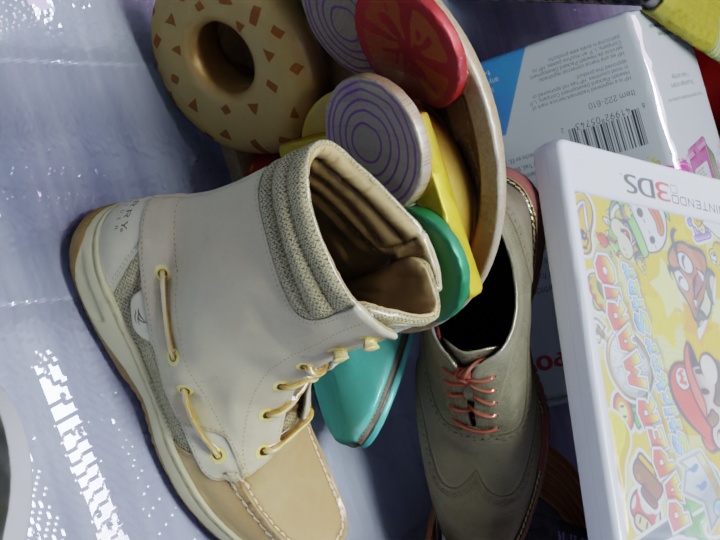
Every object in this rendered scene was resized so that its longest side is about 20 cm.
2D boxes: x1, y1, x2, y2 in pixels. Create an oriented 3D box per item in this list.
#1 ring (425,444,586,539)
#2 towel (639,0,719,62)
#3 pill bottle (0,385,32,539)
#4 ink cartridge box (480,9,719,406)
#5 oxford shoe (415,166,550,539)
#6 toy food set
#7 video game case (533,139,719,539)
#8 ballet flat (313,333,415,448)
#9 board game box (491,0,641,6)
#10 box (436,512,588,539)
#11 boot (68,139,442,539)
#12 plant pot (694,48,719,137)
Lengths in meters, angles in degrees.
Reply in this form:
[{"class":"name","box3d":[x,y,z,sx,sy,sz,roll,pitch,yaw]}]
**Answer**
[{"class":"ring","box3d":[0.092,0.191,0.997,0.200,0.019,0.203,21,62,-46]},{"class":"towel","box3d":[0.234,-0.185,1.019,0.199,0.023,0.145,22,81,-43]},{"class":"pill bottle","box3d":[-0.214,0.067,0.569,0.199,0.111,0.113,20,63,-47]},{"class":"ink cartridge box","box3d":[0.137,-0.035,1.025,0.084,0.143,0.202,-16,91,-58]},{"class":"oxford shoe","box3d":[0.053,0.053,0.865,0.075,0.070,0.202,-33,122,-70]},{"class":"toy food set","box3d":[-0.011,-0.064,0.809,0.048,0.197,0.202,-25,101,-38]},{"class":"video game case","box3d":[0.166,0.044,0.895,0.181,0.023,0.202,9,68,-43]},{"class":"ballet flat","box3d":[0.000,0.000,0.918,0.070,0.067,0.201,30,51,-13]},{"class":"board game box","box3d":[0.166,-0.236,1.071,0.199,0.159,0.098,-28,116,-37]},{"class":"box","box3d":[0.113,0.213,0.972,0.199,0.036,0.145,23,61,-48]},{"class":"boot","box3d":[-0.024,0.044,0.783,0.073,0.154,0.201,-46,114,-48]},{"class":"plant pot","box3d":[0.269,-0.044,1.181,0.177,0.199,0.203,25,58,-58]}]
